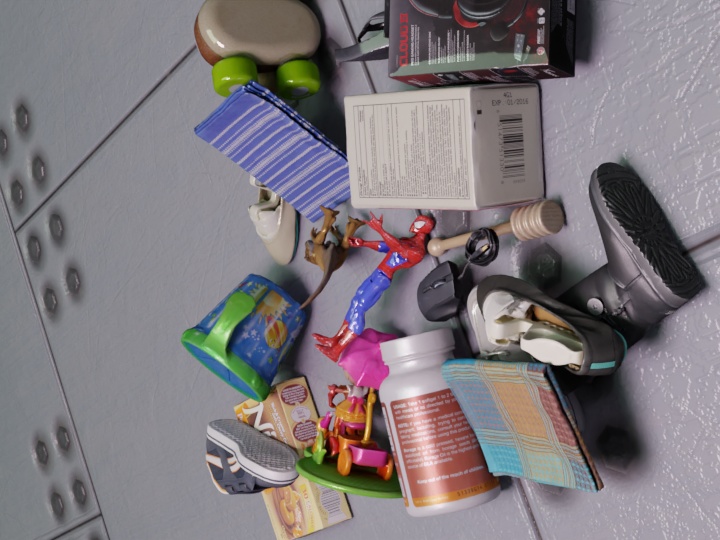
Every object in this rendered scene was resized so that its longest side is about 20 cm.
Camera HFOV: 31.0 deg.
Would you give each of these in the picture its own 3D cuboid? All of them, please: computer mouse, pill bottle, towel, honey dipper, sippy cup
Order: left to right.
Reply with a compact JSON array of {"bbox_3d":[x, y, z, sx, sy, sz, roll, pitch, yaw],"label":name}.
[{"bbox_3d":[-0.143,0.081,1.694,0.140,0.130,0.178,41,165,-18],"label":"sippy cup"},{"bbox_3d":[-0.096,-0.141,1.590,0.200,0.024,0.145,37,143,-18],"label":"towel"},{"bbox_3d":[0.085,0.170,1.475,0.112,0.112,0.200,-16,86,50],"label":"pill bottle"},{"bbox_3d":[0.103,0.004,1.438,0.200,0.034,0.059,124,145,-58],"label":"computer mouse"},{"bbox_3d":[0.140,-0.040,1.425,0.200,0.038,0.038,-16,86,51],"label":"honey dipper"},{"bbox_3d":[0.162,0.158,1.343,0.147,0.022,0.200,64,157,-10],"label":"towel"}]

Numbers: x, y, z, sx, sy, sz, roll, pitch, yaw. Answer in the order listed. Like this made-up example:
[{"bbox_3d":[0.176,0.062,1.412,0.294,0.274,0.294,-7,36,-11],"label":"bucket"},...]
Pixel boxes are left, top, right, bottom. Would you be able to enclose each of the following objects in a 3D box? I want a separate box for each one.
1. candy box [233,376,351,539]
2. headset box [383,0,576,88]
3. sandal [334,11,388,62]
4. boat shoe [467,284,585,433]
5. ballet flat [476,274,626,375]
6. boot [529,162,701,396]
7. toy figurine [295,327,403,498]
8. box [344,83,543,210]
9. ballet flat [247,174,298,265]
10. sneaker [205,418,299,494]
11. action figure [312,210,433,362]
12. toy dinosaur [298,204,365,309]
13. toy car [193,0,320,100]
[{"bbox_3d":[-0.093,0.257,1.747,0.115,0.055,0.200,-31,74,48],"label":"candy box"},{"bbox_3d":[0.113,-0.267,1.314,0.200,0.075,0.149,1,88,30],"label":"headset box"},{"bbox_3d":[0.054,-0.275,1.451,0.200,0.076,0.043,-16,87,39],"label":"sandal"},{"bbox_3d":[0.164,0.101,1.394,0.071,0.070,0.200,-40,68,37],"label":"boat shoe"},{"bbox_3d":[0.172,0.053,1.292,0.200,0.068,0.068,22,121,46],"label":"ballet flat"},{"bbox_3d":[0.231,0.012,1.315,0.200,0.066,0.165,-50,58,48],"label":"boot"},{"bbox_3d":[0.004,0.160,1.588,0.200,0.150,0.185,-156,76,-71],"label":"toy figurine"},{"bbox_3d":[0.089,-0.134,1.408,0.200,0.109,0.128,5,102,49],"label":"box"},{"bbox_3d":[-0.117,-0.100,1.690,0.069,0.069,0.200,23,115,45],"label":"ballet flat"},{"bbox_3d":[-0.141,0.260,1.701,0.200,0.078,0.080,22,110,58],"label":"sneaker"},{"bbox_3d":[0.000,0.000,1.514,0.200,0.099,0.065,-48,17,7],"label":"action figure"},{"bbox_3d":[-0.036,-0.018,1.591,0.200,0.060,0.106,-106,33,-78],"label":"toy dinosaur"},{"bbox_3d":[-0.152,-0.267,1.645,0.200,0.157,0.165,137,127,-58],"label":"toy car"}]
